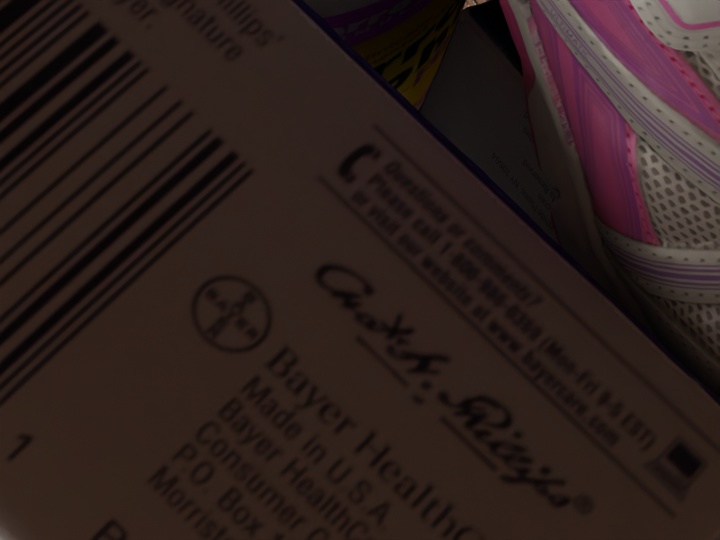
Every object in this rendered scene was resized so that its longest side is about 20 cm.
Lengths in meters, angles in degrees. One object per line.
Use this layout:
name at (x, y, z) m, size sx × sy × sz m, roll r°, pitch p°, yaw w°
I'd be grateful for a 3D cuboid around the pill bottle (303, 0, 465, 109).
pill bottle at (-0.022, -0.086, 0.584) m, size 0.104 × 0.104 × 0.200 m, roll 55°, pitch 168°, yaw 9°

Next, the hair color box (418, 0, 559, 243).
hair color box at (0.040, 0.042, 0.589) m, size 0.100 × 0.060 × 0.200 m, roll 51°, pitch 142°, yaw 24°

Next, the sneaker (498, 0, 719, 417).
sneaker at (0.060, -0.045, 0.425) m, size 0.200 × 0.081 × 0.088 m, roll 55°, pitch 165°, yaw -9°

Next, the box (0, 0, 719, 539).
box at (-0.054, 0.039, 0.507) m, size 0.184 × 0.105 × 0.200 m, roll 44°, pitch 151°, yaw 6°
